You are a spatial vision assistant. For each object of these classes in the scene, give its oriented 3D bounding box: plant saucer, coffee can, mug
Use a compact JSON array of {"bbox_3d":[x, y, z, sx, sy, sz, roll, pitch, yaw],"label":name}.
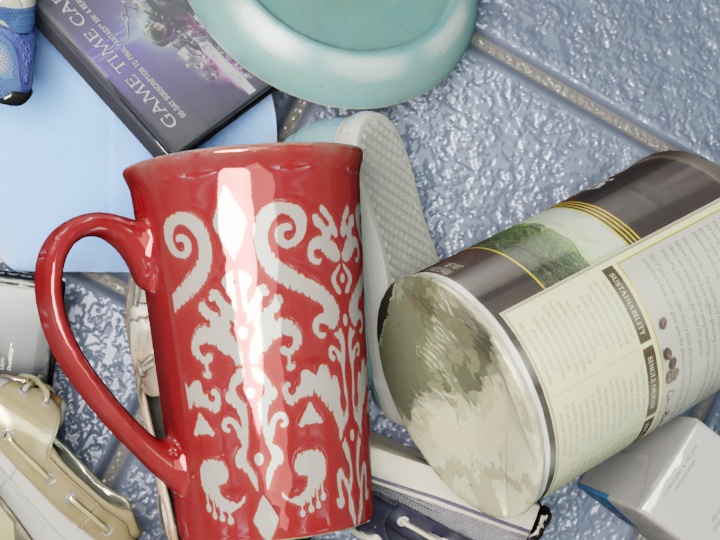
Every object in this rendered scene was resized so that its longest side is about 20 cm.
[{"bbox_3d":[-0.014,-0.193,0.828,0.198,0.027,0.202,8,64,-17],"label":"plant saucer"},{"bbox_3d":[0.130,0.033,0.796,0.199,0.146,0.148,-25,92,-27],"label":"coffee can"},{"bbox_3d":[-0.076,0.042,0.746,0.175,0.133,0.203,-6,88,1],"label":"mug"}]

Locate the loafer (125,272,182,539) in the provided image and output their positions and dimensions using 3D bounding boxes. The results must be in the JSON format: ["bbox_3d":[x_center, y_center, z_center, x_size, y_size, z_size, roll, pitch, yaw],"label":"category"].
[{"bbox_3d":[-0.100,0.080,0.811,0.071,0.063,0.203,-6,100,-4],"label":"loafer"}]

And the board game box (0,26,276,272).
[{"bbox_3d":[-0.151,-0.080,0.838,0.197,0.039,0.160,0,95,-7],"label":"board game box"}]

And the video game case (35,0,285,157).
[{"bbox_3d":[-0.090,-0.167,0.813,0.143,0.019,0.200,47,61,3],"label":"video game case"}]

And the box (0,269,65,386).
[{"bbox_3d":[-0.265,0.093,0.798,0.157,0.046,0.203,9,94,-9],"label":"box"}]

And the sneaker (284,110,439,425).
[{"bbox_3d":[0.000,0.000,0.853,0.074,0.081,0.202,-27,111,-49],"label":"sneaker"}]

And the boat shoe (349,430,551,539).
[{"bbox_3d":[0.014,0.155,0.838,0.198,0.075,0.094,21,91,-7],"label":"boat shoe"}]

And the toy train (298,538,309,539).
[{"bbox_3d":[-0.082,0.179,0.772,0.056,0.199,0.042,-40,67,23],"label":"toy train"}]

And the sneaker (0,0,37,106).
[{"bbox_3d":[-0.265,-0.116,0.768,0.198,0.078,0.090,1,103,29],"label":"sneaker"}]

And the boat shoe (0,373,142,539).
[{"bbox_3d":[-0.195,0.087,0.752,0.068,0.075,0.201,-32,110,-6],"label":"boat shoe"}]

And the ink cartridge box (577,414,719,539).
[{"bbox_3d":[0.247,0.172,0.853,0.199,0.116,0.068,37,83,-7],"label":"ink cartridge box"}]
